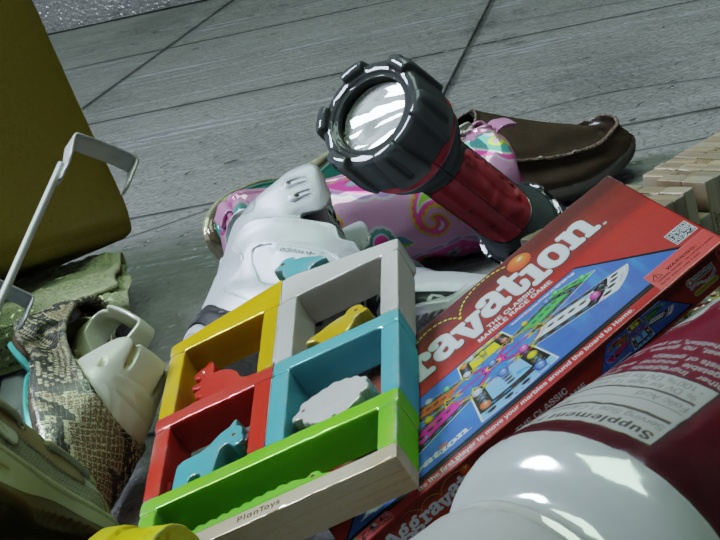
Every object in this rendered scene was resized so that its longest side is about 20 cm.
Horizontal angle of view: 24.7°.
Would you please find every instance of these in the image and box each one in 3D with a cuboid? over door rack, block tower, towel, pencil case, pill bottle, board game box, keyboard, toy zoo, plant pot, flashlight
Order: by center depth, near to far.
[{"bbox_3d":[0.100,0.085,0.515,0.200,0.114,0.114,-28,21,-39],"label":"pill bottle"},{"bbox_3d":[0.059,0.040,0.707,0.200,0.019,0.103,-40,26,-4],"label":"board game box"},{"bbox_3d":[-0.035,0.054,0.746,0.131,0.020,0.200,-26,28,15],"label":"toy zoo"},{"bbox_3d":[-0.197,0.031,0.747,0.148,0.067,0.200,-43,13,45],"label":"over door rack"},{"bbox_3d":[0.059,-0.044,0.882,0.068,0.068,0.200,-11,-29,34],"label":"flashlight"},{"bbox_3d":[0.178,-0.027,0.927,0.200,0.054,0.058,-27,20,-37],"label":"block tower"},{"bbox_3d":[-0.188,0.064,0.984,0.056,0.011,0.200,-10,12,-8],"label":"keyboard"},{"bbox_3d":[-0.238,0.040,1.036,0.200,0.037,0.148,-22,12,-7],"label":"towel"},{"bbox_3d":[0.010,-0.035,1.037,0.200,0.088,0.087,-17,17,-8],"label":"pencil case"},{"bbox_3d":[-0.309,-0.058,1.071,0.195,0.194,0.200,-22,4,25],"label":"plant pot"}]

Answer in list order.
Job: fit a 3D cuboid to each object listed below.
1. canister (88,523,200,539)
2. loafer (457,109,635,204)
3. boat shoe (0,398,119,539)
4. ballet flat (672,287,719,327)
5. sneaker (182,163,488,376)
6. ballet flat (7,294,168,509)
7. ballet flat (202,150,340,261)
[{"bbox_3d":[-0.159,0.155,0.546,0.200,0.087,0.149,-10,17,18],"label":"canister"},{"bbox_3d":[0.095,-0.077,1.129,0.200,0.071,0.073,-17,17,-11],"label":"loafer"},{"bbox_3d":[-0.144,0.083,0.637,0.073,0.063,0.201,-21,-24,5],"label":"boat shoe"},{"bbox_3d":[0.155,0.037,0.741,0.200,0.076,0.064,-15,47,10],"label":"ballet flat"},{"bbox_3d":[0.000,0.000,0.864,0.200,0.075,0.115,-9,55,27],"label":"sneaker"},{"bbox_3d":[-0.135,0.054,0.828,0.075,0.068,0.200,-37,23,-2],"label":"ballet flat"},{"bbox_3d":[-0.050,-0.035,1.158,0.062,0.067,0.200,-37,-6,41],"label":"ballet flat"}]
